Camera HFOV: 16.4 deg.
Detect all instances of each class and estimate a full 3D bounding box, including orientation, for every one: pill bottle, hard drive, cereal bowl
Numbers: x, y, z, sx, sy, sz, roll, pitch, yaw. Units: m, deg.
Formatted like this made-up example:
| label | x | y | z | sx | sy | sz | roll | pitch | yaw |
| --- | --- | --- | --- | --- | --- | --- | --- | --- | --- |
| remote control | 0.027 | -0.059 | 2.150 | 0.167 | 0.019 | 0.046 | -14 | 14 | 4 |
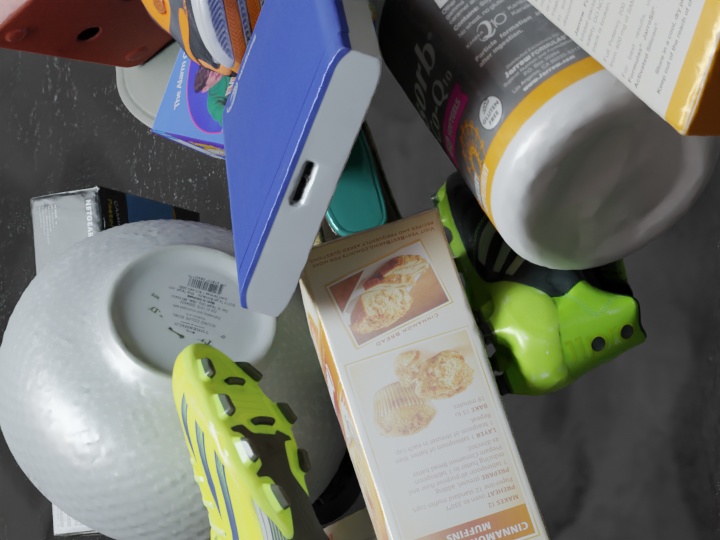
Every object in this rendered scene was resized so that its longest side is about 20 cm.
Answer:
| label | x | y | z | sx | sy | sz | roll | pitch | yaw |
| --- | --- | --- | --- | --- | --- | --- | --- | --- | --- |
| pill bottle | 0.076 | -0.104 | 1.180 | 0.200 | 0.116 | 0.117 | 58 | 137 | 41 |
| hard drive | -0.031 | -0.082 | 1.184 | 0.200 | 0.025 | 0.132 | -101 | 31 | -63 |
| cereal bowl | -0.097 | 0.048 | 1.359 | 0.084 | 0.199 | 0.201 | 105 | 148 | -51 |

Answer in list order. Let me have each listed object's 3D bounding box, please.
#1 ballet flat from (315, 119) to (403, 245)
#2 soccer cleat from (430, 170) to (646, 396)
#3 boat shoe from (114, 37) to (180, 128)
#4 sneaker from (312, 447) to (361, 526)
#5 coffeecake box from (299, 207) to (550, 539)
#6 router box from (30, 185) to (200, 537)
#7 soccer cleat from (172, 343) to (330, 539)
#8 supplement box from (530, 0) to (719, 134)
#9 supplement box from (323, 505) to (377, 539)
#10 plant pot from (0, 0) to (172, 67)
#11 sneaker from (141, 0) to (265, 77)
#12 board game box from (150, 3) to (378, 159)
| label | x | y | z | sx | sy | sz | roll | pitch | yaw |
| --- | --- | --- | --- | --- | --- | --- | --- | --- | --- |
| ballet flat | 0.000 | 0.000 | 1.365 | 0.071 | 0.070 | 0.201 | -50 | 49 | 47 |
| soccer cleat | 0.086 | 0.001 | 1.222 | 0.200 | 0.081 | 0.068 | -112 | 5 | -63 |
| boat shoe | -0.125 | -0.137 | 1.564 | 0.074 | 0.060 | 0.200 | -47 | 47 | 4 |
| sneaker | -0.050 | 0.084 | 1.462 | 0.083 | 0.071 | 0.200 | 85 | 160 | -46 |
| coffeecake box | 0.035 | 0.093 | 1.193 | 0.154 | 0.073 | 0.201 | 86 | 166 | -74 |
| router box | -0.139 | 0.058 | 1.510 | 0.051 | 0.149 | 0.201 | -7 | 83 | 19 |
| soccer cleat | -0.054 | 0.133 | 1.265 | 0.084 | 0.065 | 0.201 | -36 | 76 | 28 |
| supplement box | 0.140 | -0.135 | 1.053 | 0.200 | 0.125 | 0.074 | 48 | 131 | 46 |
| supplement box | 0.027 | 0.227 | 1.308 | 0.126 | 0.073 | 0.201 | -32 | 63 | 54 |
| plant pot | -0.162 | -0.233 | 1.467 | 0.200 | 0.199 | 0.177 | -37 | 67 | 29 |
| sneaker | -0.094 | -0.201 | 1.314 | 0.112 | 0.077 | 0.201 | 13 | 111 | 60 |
| board game box | -0.034 | -0.156 | 1.367 | 0.134 | 0.045 | 0.201 | 16 | 85 | 58 |
